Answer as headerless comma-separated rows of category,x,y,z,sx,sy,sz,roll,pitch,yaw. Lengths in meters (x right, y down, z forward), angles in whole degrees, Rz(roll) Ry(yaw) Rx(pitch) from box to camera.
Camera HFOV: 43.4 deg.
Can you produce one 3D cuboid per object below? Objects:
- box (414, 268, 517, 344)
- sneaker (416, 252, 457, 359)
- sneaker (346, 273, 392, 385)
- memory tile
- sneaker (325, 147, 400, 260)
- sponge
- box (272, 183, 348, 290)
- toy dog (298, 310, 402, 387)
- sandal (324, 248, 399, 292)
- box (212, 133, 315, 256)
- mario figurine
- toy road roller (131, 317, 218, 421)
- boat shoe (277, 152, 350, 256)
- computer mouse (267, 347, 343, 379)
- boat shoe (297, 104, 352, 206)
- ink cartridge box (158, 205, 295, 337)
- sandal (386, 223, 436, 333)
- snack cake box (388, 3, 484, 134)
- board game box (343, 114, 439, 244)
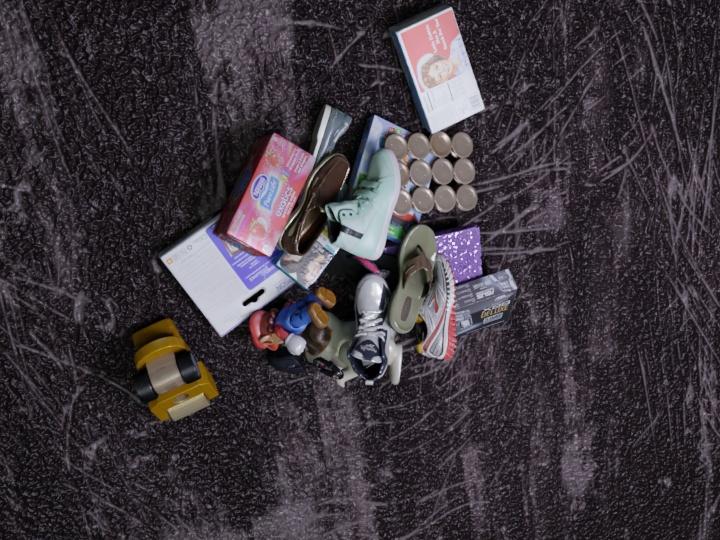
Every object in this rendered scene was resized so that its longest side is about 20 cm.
box,0.208,0.080,1.815,0.197,0.050,0.158,-18,155,-8
sneaker,0.138,0.064,1.692,0.080,0.078,0.204,1,74,0
sneaker,0.019,0.115,1.648,0.078,0.130,0.203,8,103,2
memory tile,0.132,-0.184,1.700,0.197,0.017,0.156,-6,89,-27
sneaker,0.001,-0.129,1.593,0.117,0.073,0.204,14,83,-36
sponge,0.139,-0.016,1.755,0.196,0.030,0.114,-12,110,-12
box,-0.074,-0.068,1.699,0.082,0.049,0.201,37,83,-13
toy dog,-0.023,0.134,1.776,0.196,0.140,0.197,3,109,-13
sandal,0.000,0.000,1.718,0.197,0.045,0.076,12,113,23
box,-0.174,-0.134,1.619,0.095,0.099,0.203,28,80,-23
mario figurine,-0.124,0.105,1.711,0.198,0.123,0.108,-24,85,38
toy road roller,-0.364,0.185,1.731,0.121,0.147,0.201,-23,152,-5
boat shoe,-0.071,-0.113,1.626,0.074,0.075,0.204,30,90,-44
computer mouse,-0.112,0.188,1.752,0.034,0.198,0.059,-50,127,-30
boat shoe,-0.068,-0.201,1.670,0.061,0.073,0.203,14,101,-15
ink cartridge box,-0.245,-0.009,1.712,0.197,0.043,0.201,-35,113,-1
sandal,0.104,0.017,1.650,0.079,0.057,0.205,16,81,-28
snack cake box,0.140,-0.370,1.663,0.113,0.067,0.202,-24,114,-3
board game box,0.055,-0.166,1.691,0.149,0.036,0.203,21,77,-21
